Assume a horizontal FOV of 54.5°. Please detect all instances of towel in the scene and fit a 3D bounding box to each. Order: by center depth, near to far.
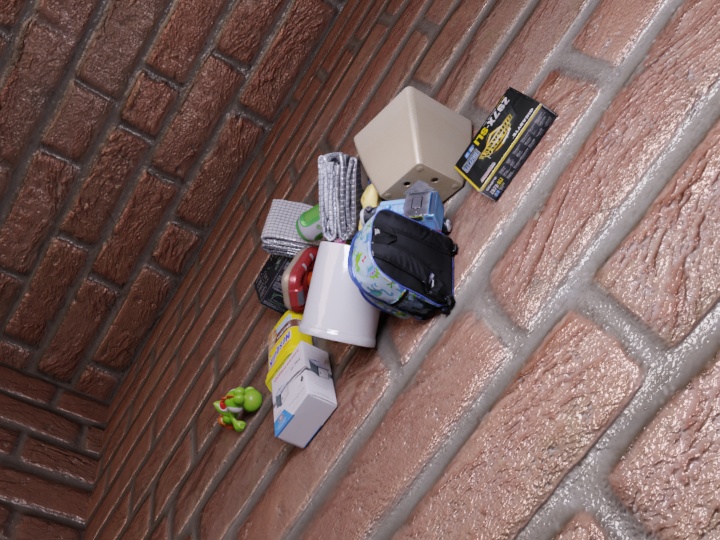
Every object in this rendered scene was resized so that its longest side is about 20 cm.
[{"bbox_3d":[-0.037,-0.173,1.613,0.166,0.085,0.201,-41,-49,-76],"label":"towel"},{"bbox_3d":[-0.174,-0.114,2.013,0.086,0.199,0.166,99,-178,-48],"label":"towel"}]

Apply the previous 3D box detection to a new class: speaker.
[{"bbox_3d":[-0.074,-0.144,1.784,0.200,0.088,0.089,-28,40,38],"label":"speaker"}]

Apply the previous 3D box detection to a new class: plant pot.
[{"bbox_3d":[0.125,-0.243,1.543,0.200,0.199,0.178,-37,47,40],"label":"plant pot"}]

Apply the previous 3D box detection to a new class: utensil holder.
[{"bbox_3d":[-0.032,0.051,1.510,0.170,0.169,0.201,7,85,66],"label":"utensil holder"}]

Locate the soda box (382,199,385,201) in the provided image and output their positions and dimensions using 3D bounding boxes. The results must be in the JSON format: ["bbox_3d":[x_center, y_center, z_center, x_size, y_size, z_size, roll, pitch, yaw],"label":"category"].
[{"bbox_3d":[0.073,-0.137,1.684,0.068,0.063,0.200,-58,24,10],"label":"soda box"}]

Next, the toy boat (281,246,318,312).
[{"bbox_3d":[-0.121,0.023,1.864,0.200,0.130,0.131,-62,-27,-52],"label":"toy boat"}]

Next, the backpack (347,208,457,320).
[{"bbox_3d":[0.071,-0.007,1.372,0.147,0.199,0.184,-37,34,44],"label":"backpack"}]

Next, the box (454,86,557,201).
[{"bbox_3d":[0.283,-0.255,1.393,0.200,0.049,0.160,-56,22,16],"label":"box"}]

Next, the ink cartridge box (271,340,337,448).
[{"bbox_3d":[-0.135,0.287,1.633,0.147,0.086,0.200,-54,26,20],"label":"ink cartridge box"}]

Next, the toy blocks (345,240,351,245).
[{"bbox_3d":[0.000,0.000,1.675,0.200,0.099,0.138,6,81,66],"label":"toy blocks"}]

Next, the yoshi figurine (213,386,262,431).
[{"bbox_3d":[-0.335,0.384,1.971,0.112,0.113,0.200,-29,-13,-32],"label":"yoshi figurine"}]

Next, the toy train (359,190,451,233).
[{"bbox_3d":[0.089,-0.102,1.474,0.199,0.114,0.087,-4,50,23],"label":"toy train"}]

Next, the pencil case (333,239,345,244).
[{"bbox_3d":[-0.035,-0.110,1.859,0.086,0.083,0.201,-33,35,34],"label":"pencil case"}]

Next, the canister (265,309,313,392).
[{"bbox_3d":[-0.182,0.209,1.818,0.149,0.086,0.200,-53,23,21],"label":"canister"}]

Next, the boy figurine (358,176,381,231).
[{"bbox_3d":[0.033,-0.158,1.610,0.125,0.064,0.201,92,-177,-51],"label":"boy figurine"}]

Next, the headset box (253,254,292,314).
[{"bbox_3d":[-0.231,0.006,2.129,0.201,0.092,0.174,-59,23,8],"label":"headset box"}]
